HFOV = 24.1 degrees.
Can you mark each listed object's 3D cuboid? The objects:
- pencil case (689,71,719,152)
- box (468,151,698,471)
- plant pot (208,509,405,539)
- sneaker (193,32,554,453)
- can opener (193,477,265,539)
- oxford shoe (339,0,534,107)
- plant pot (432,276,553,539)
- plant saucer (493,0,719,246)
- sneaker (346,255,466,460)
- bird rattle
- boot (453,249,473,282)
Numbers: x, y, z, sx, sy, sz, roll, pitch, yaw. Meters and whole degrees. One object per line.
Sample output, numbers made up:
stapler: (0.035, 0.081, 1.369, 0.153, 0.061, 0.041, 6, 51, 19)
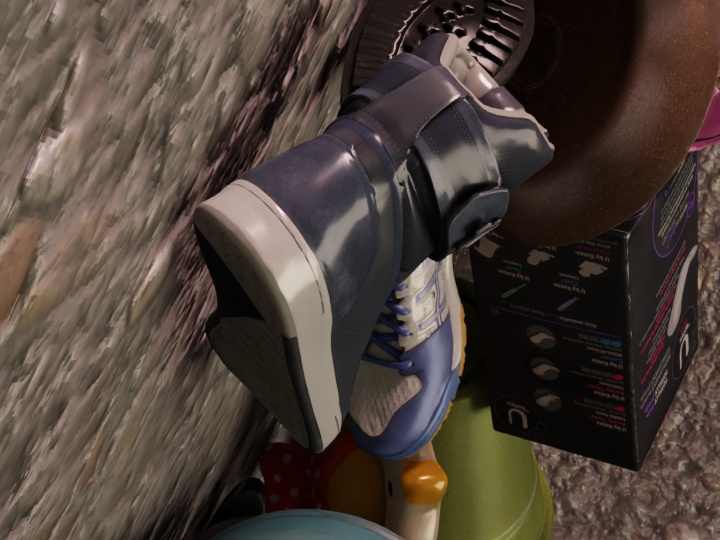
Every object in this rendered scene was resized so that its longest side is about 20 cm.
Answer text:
pencil case: (0.167, -0.171, 0.961, 0.090, 0.201, 0.094, -24, 163, 10)
box: (0.142, 0.005, 1.045, 0.122, 0.105, 0.201, -54, 147, -38)
plant pot: (-0.050, 0.228, 0.799, 0.201, 0.199, 0.188, -66, 166, 8)
sneaker: (0.008, -0.010, 0.689, 0.146, 0.077, 0.203, -41, 164, -18)
can opener: (-0.087, 0.217, 0.958, 0.079, 0.063, 0.201, -47, 160, -70)
oxford shoe: (0.041, -0.104, 0.790, 0.200, 0.072, 0.085, -59, 173, -43)
plant pot: (0.043, 0.109, 1.189, 0.191, 0.199, 0.200, 89, 23, -44)
plant saucer: (0.102, -0.115, 0.915, 0.037, 0.200, 0.201, 13, 104, -45)
sneaker: (0.012, -0.001, 0.886, 0.088, 0.075, 0.202, 8, 88, -62)
bird rattle: (0.008, 0.137, 0.985, 0.200, 0.112, 0.164, -108, -150, -54)
boot: (0.055, 0.006, 1.329, 0.174, 0.069, 0.201, -52, 155, -61)
